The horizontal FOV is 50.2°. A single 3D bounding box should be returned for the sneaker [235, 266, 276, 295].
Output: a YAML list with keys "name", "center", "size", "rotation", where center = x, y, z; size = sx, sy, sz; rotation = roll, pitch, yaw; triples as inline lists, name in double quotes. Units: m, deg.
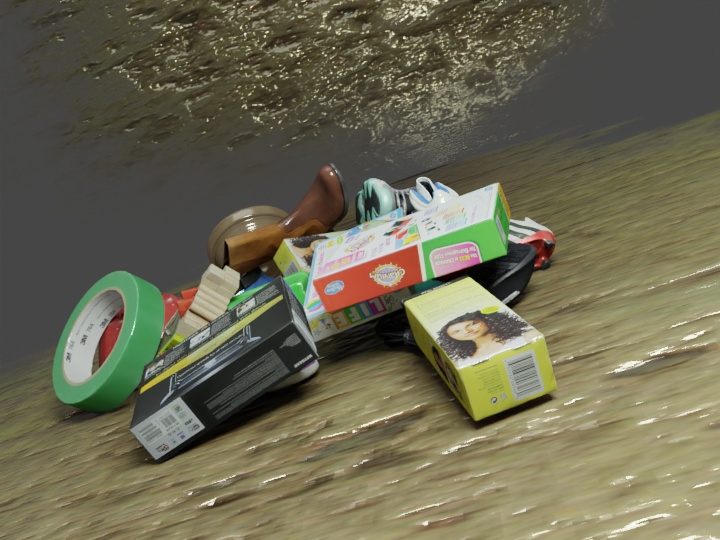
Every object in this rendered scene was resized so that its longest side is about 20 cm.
- name: "sneaker"
  center: [-0.160, 0.020, 1.307]
  size: [0.200, 0.111, 0.077]
  rotation: [-26, 12, -33]

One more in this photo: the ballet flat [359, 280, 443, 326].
- name: "ballet flat"
  center: [0.061, 0.025, 1.030]
  size: [0.200, 0.068, 0.072]
  rotation: [-24, -9, 0]

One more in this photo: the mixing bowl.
- name: "mixing bowl"
  center: [-0.335, 0.104, 1.219]
  size: [0.200, 0.108, 0.200]
  rotation: [-20, 10, 4]

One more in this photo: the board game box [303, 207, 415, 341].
- name: "board game box"
  center: [0.000, 0.000, 0.975]
  size: [0.134, 0.034, 0.200]
  rotation: [-22, 26, 14]

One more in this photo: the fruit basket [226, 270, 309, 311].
- name: "fruit basket"
  center: [-0.121, 0.068, 1.118]
  size: [0.185, 0.094, 0.200]
  rotation: [-21, -6, -5]

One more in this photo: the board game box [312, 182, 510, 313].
- name: "board game box"
  center: [0.061, -0.028, 0.840]
  size: [0.200, 0.040, 0.153]
  rotation: [-19, 14, 19]

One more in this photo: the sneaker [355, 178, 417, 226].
- name: "sneaker"
  center: [0.072, -0.108, 1.227]
  size: [0.140, 0.078, 0.200]
  rotation: [-3, 4, -8]

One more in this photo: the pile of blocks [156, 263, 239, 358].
- name: "pile of blocks"
  center: [-0.227, 0.072, 1.017]
  size: [0.082, 0.062, 0.200]
  rotation: [-32, 31, 49]

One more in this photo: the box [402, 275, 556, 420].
- name: "box"
  center: [0.097, 0.060, 0.681]
  size: [0.075, 0.050, 0.200]
  rotation: [-21, 15, -6]

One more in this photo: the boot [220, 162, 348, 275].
- name: "boot"
  center: [-0.126, -0.076, 1.207]
  size: [0.200, 0.069, 0.188]
  rotation: [-19, -23, -29]

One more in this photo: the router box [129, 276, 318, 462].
- name: "router box"
  center: [-0.149, 0.101, 0.843]
  size: [0.200, 0.052, 0.157]
  rotation: [-33, 20, 1]

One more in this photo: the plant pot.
- name: "plant pot"
  center: [-0.218, -0.033, 1.637]
  size: [0.201, 0.201, 0.093]
  rotation: [-21, 51, -7]

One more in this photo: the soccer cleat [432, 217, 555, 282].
- name: "soccer cleat"
  center: [0.149, -0.031, 0.970]
  size: [0.200, 0.069, 0.085]
  rotation: [-8, 35, -16]

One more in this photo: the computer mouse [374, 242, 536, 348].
- name: "computer mouse"
  center: [0.112, 0.038, 0.887]
  size: [0.200, 0.046, 0.140]
  rotation: [-40, 23, -30]

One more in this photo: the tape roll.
- name: "tape roll"
  center: [-0.361, 0.100, 1.096]
  size: [0.200, 0.048, 0.201]
  rotation: [-24, 50, 32]

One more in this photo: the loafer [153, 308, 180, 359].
- name: "loafer"
  center: [-0.263, 0.102, 1.109]
  size: [0.070, 0.075, 0.200]
  rotation: [-24, 22, 19]

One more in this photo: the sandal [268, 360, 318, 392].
- name: "sandal"
  center: [-0.134, 0.115, 0.928]
  size: [0.203, 0.050, 0.082]
  rotation: [-10, 15, 45]

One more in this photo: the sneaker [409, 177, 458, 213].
- name: "sneaker"
  center: [0.118, -0.076, 1.171]
  size: [0.081, 0.147, 0.200]
  rotation: [-21, 10, -5]

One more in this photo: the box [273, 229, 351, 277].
- name: "box"
  center: [-0.037, -0.021, 1.249]
  size: [0.200, 0.075, 0.050]
  rotation: [-12, -32, -42]

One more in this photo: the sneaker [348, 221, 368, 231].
- name: "sneaker"
  center: [0.036, -0.026, 1.166]
  size: [0.078, 0.112, 0.200]
  rotation: [-18, 10, 13]
